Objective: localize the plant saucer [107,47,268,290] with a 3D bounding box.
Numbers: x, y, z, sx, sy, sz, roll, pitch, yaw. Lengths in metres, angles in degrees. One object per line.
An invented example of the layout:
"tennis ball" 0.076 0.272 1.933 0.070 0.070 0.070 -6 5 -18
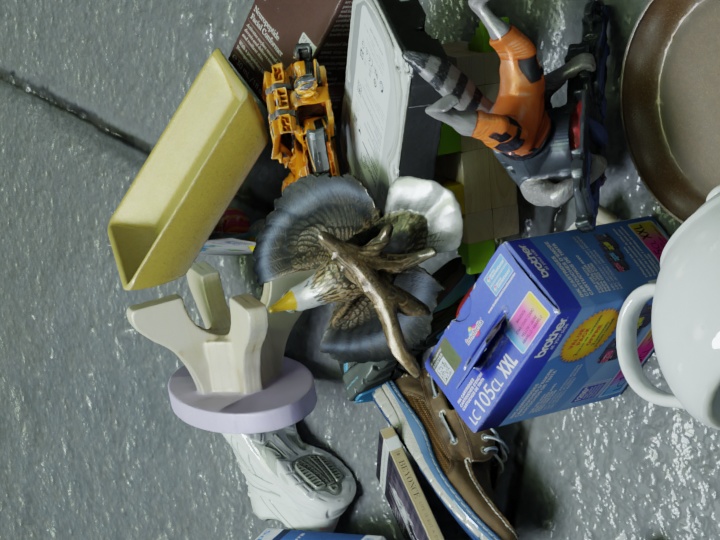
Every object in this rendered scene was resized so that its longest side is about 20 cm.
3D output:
"plant saucer" -0.147 -0.084 1.696 0.200 0.048 0.200 -58 19 9

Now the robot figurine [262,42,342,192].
"robot figurine" -0.046 -0.096 1.637 0.200 0.058 0.146 82 178 -55

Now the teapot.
"teapot" 0.270 0.006 1.293 0.198 0.199 0.146 70 176 -59

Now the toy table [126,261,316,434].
"toy table" -0.118 0.067 1.764 0.200 0.183 0.118 15 119 55

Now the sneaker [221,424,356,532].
"sneaker" -0.090 0.186 1.817 0.200 0.078 0.100 47 132 35

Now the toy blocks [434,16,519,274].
"toy blocks" 0.069 -0.111 1.582 0.137 0.099 0.201 23 120 59

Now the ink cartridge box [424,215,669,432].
"ink cartridge box" 0.140 0.041 1.429 0.076 0.199 0.137 54 132 29

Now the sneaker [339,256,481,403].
"sneaker" 0.033 0.037 1.651 0.200 0.073 0.082 -44 62 42

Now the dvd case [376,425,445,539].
"dvd case" 0.061 0.242 1.635 0.149 0.016 0.201 91 155 -69

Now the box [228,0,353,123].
"box" -0.032 -0.231 1.685 0.100 0.075 0.200 52 129 32

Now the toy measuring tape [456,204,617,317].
"toy measuring tape" 0.133 0.023 1.531 0.200 0.073 0.074 -44 63 43

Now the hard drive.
"hard drive" 0.023 -0.128 1.531 0.201 0.038 0.140 96 159 -46

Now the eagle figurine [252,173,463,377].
"eagle figurine" -0.007 0.001 1.510 0.200 0.150 0.153 179 98 -84

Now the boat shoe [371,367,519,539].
"boat shoe" 0.083 0.151 1.601 0.072 0.072 0.200 -35 53 -1

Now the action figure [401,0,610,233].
"action figure" 0.126 -0.130 1.435 0.104 0.193 0.201 -13 49 32

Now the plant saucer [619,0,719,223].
"plant saucer" 0.271 -0.124 1.381 0.200 0.032 0.201 12 105 48

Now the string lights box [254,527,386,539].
"string lights box" -0.025 0.289 1.721 0.200 0.059 0.103 -9 119 57

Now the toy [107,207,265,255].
"toy" -0.134 -0.038 1.806 0.199 0.115 0.048 4 87 49
